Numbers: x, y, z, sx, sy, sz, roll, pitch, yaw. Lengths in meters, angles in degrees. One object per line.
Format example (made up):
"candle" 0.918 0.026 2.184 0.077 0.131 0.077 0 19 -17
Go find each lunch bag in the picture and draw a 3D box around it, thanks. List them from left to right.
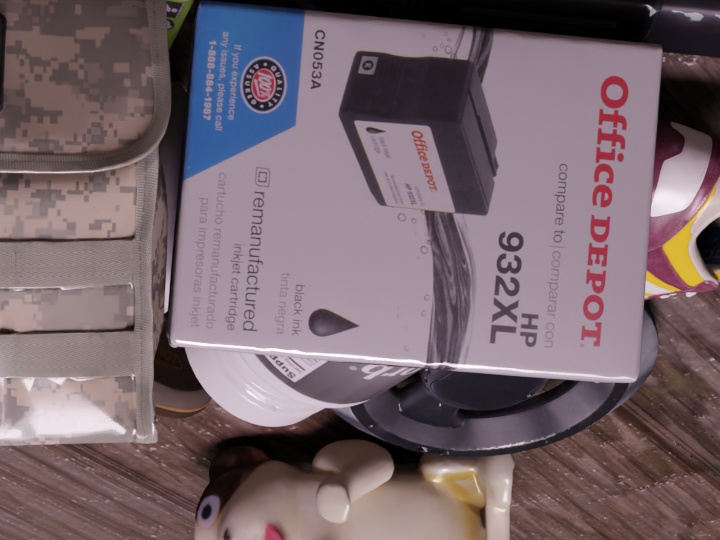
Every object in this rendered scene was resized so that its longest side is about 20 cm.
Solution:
"lunch bag" -0.160 -0.035 0.928 0.163 0.201 0.118 0 -167 -7

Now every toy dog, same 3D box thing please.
"toy dog" -0.008 0.164 1.467 0.199 0.141 0.194 0 -170 -5

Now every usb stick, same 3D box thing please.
"usb stick" 0.080 -0.119 0.982 0.199 0.033 0.055 4 163 -10

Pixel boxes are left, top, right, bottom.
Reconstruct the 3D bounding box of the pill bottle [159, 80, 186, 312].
"pill bottle" -0.178 -0.039 1.044 0.199 0.113 0.113 4 153 -9

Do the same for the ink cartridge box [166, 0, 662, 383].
"ink cartridge box" 0.022 -0.031 0.974 0.199 0.146 0.084 5 178 -6

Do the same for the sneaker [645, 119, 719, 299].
"sneaker" 0.142 -0.007 1.137 0.090 0.075 0.200 18 157 3

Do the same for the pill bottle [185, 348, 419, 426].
"pill bottle" 0.000 0.000 1.124 0.115 0.117 0.200 15 150 -29

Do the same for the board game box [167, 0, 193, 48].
"board game box" -0.169 -0.131 0.957 0.199 0.030 0.096 6 152 -19

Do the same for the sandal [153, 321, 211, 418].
"sandal" -0.147 0.027 1.224 0.199 0.082 0.055 24 128 -38

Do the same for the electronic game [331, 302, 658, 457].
"electronic game" 0.072 0.050 1.310 0.199 0.042 0.200 -3 146 -2
